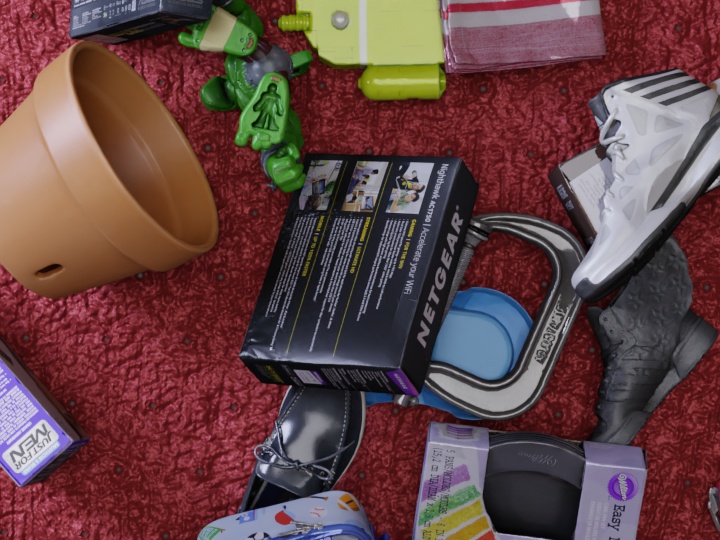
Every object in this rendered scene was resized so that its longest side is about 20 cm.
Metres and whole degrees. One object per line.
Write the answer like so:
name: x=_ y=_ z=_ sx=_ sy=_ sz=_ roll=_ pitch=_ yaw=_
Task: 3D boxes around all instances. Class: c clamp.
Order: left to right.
c clamp: x=0.091 y=0.035 z=1.701 sx=0.171 sy=0.027 sz=0.200 roll=29 pitch=89 yaw=2

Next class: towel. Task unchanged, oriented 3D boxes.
towel: x=0.131 y=-0.271 z=1.729 sx=0.144 sy=0.023 sz=0.200 roll=-8 pitch=95 yaw=-15

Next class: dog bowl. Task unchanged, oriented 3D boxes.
dog bowl: x=0.051 y=0.065 z=1.739 sx=0.200 sy=0.050 sz=0.112 roll=7 pitch=87 yaw=2

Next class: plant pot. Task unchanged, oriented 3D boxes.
plant pot: x=-0.231 y=-0.069 z=1.691 sx=0.140 sy=0.200 sz=0.200 roll=-30 pitch=87 yaw=17

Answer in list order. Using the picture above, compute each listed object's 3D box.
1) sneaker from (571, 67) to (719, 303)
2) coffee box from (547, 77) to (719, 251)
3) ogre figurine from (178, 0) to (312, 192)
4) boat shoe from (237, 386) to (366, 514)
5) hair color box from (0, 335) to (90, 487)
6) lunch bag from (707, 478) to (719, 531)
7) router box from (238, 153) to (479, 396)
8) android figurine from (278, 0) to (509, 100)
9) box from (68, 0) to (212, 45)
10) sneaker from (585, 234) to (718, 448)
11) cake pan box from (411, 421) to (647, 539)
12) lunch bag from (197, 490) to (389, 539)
sneaker: x=0.209 y=-0.076 z=1.627 sx=0.115 sy=0.076 sz=0.201 roll=39 pitch=82 yaw=11
coffee box: x=0.265 y=-0.096 z=1.709 sx=0.200 sy=0.114 sz=0.080 roll=-28 pitch=88 yaw=-1
ogre figurine: x=-0.088 y=-0.161 z=1.717 sx=0.098 sy=0.120 sz=0.200 roll=-41 pitch=86 yaw=3
boat shoe: x=-0.051 y=0.162 z=1.704 sx=0.075 sy=0.062 sz=0.200 roll=27 pitch=106 yaw=7
hair color box: x=-0.318 y=0.087 z=1.716 sx=0.065 sy=0.109 sz=0.200 roll=-40 pitch=88 yaw=-2
lunch bag: x=0.392 y=0.164 z=1.711 sx=0.176 sy=0.082 sz=0.200 roll=39 pitch=89 yaw=3
router box: x=0.000 y=0.000 z=1.679 sx=0.149 sy=0.051 sz=0.200 roll=3 pitch=62 yaw=28
android figurine: x=0.028 y=-0.236 z=1.758 sx=0.200 sy=0.041 sz=0.182 roll=1 pitch=88 yaw=0
box: x=-0.177 y=-0.275 z=1.687 sx=0.051 sy=0.200 sz=0.158 roll=5 pitch=86 yaw=-30
sneaker: x=0.223 y=0.068 z=1.733 sx=0.104 sy=0.060 sz=0.200 roll=42 pitch=84 yaw=1
cake pan box: x=0.135 y=0.226 z=1.700 sx=0.184 sy=0.052 sz=0.200 roll=8 pitch=109 yaw=-1
lunch bag: x=-0.045 y=0.278 z=1.681 sx=0.160 sy=0.076 sz=0.200 roll=-13 pitch=118 yaw=1
